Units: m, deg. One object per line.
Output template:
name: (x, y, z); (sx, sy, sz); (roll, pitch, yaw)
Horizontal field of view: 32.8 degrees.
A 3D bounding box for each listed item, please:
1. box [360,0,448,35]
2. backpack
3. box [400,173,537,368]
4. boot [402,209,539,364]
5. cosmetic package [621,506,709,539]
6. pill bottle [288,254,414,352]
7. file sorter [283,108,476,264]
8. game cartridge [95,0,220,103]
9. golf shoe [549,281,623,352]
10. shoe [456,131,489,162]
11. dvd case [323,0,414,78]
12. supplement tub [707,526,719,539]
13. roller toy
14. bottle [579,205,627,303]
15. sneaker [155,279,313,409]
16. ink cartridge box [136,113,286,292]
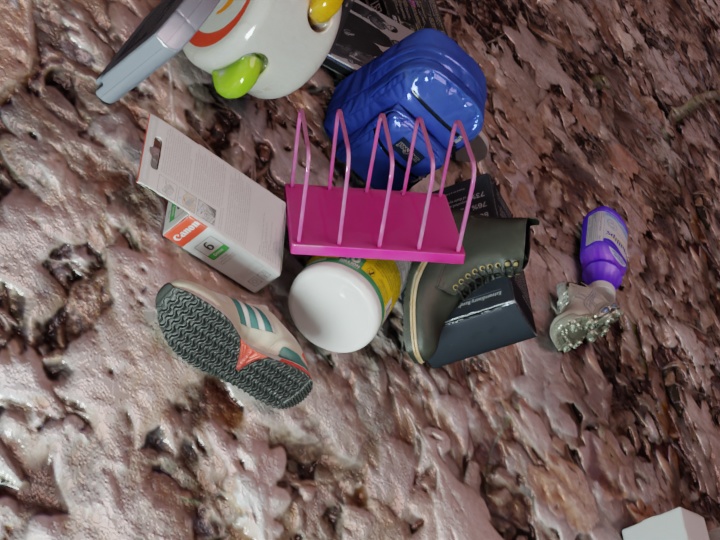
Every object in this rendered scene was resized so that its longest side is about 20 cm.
box: (0.063, -0.420, 1.930); (0.159, 0.043, 0.202); (10, 56, -49)
backpack: (0.072, -0.202, 1.625); (0.162, 0.199, 0.169); (37, 38, -29)
box: (0.129, 0.001, 1.563); (0.104, 0.146, 0.202); (49, 29, -53)
boot: (0.131, 0.015, 1.447); (0.078, 0.136, 0.202); (54, 43, -61)
cosmetic package: (0.434, 0.439, 1.669); (0.071, 0.101, 0.202); (26, 46, -39)
pill bottle: (0.000, 0.000, 1.447); (0.113, 0.112, 0.200); (51, 34, -10)
file sorter: (0.021, -0.102, 1.387); (0.197, 0.127, 0.140); (3, 33, -10)
game cartridge: (-0.215, -0.274, 1.371); (0.041, 0.133, 0.201); (43, 36, -18)
golf shoe: (0.322, 0.064, 1.870); (0.097, 0.078, 0.199); (49, 24, 18)
shoe: (0.120, -0.249, 1.839); (0.199, 0.071, 0.092); (32, 46, -27)
dvd case: (0.045, -0.303, 1.760); (0.198, 0.025, 0.151); (28, 46, -8)
supplement tub: (0.577, 0.480, 1.780); (0.144, 0.144, 0.202); (23, 47, -40)
roller toy: (-0.116, -0.310, 1.478); (0.139, 0.201, 0.183); (23, 19, -42)
bottle: (0.403, -0.020, 2.030); (0.084, 0.065, 0.201); (44, 36, -21)
sneaker: (-0.134, 0.063, 1.279); (0.199, 0.070, 0.094); (36, 21, -27)
ink cartridge box: (-0.171, -0.072, 1.341); (0.199, 0.050, 0.110); (33, 40, -31)
